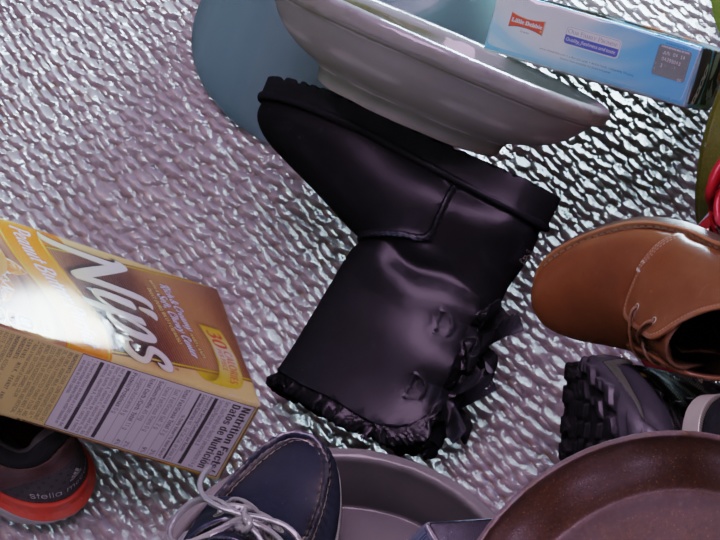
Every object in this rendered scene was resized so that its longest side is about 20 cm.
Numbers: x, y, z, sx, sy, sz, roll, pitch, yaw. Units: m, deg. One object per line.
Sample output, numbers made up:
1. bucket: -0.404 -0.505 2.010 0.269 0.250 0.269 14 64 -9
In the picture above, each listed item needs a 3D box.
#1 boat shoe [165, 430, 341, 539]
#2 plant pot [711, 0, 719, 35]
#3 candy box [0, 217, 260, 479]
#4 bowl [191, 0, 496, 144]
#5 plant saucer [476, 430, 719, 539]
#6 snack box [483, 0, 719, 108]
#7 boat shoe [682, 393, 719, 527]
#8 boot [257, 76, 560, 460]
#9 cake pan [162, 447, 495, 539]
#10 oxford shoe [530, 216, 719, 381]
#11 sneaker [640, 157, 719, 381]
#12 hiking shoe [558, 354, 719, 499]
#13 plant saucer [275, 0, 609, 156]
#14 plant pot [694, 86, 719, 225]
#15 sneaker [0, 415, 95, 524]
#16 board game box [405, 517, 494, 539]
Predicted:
1. boat shoe: -0.065 0.150 1.477 0.075 0.062 0.200 23 53 18
2. plant pot: 0.309 -0.223 1.749 0.186 0.200 0.188 1 51 -1
3. candy box: -0.159 0.031 1.547 0.200 0.055 0.116 18 26 -26
4. bowl: 0.000 -0.171 1.760 0.200 0.105 0.201 1 50 -1
5. plant saucer: 0.135 0.170 1.371 0.200 0.035 0.201 -13 55 19
6. snack box: 0.146 -0.124 1.688 0.116 0.200 0.037 17 97 11
7. boat shoe: 0.207 0.152 1.422 0.067 0.072 0.201 -15 83 34
8. boot: 0.000 0.000 1.610 0.198 0.073 0.163 25 88 21
9. cake pan: -0.011 0.181 1.517 0.199 0.037 0.201 1 51 -1
10. oxford shoe: 0.152 0.019 1.474 0.200 0.072 0.071 2 31 46
11. sneaker: 0.187 -0.016 1.537 0.115 0.200 0.078 -3 46 -51
12. hiking shoe: 0.157 0.078 1.521 0.100 0.076 0.200 2 6 -2
13. plant saucer: 0.034 -0.104 1.595 0.200 0.200 0.050 26 97 18
14. plant pot: 0.294 -0.048 1.631 0.192 0.201 0.201 15 51 26
15. sneaker: -0.222 0.054 1.585 0.200 0.082 0.077 28 55 19
16. board game box: 0.113 0.197 1.460 0.199 0.062 0.201 11 62 -14
